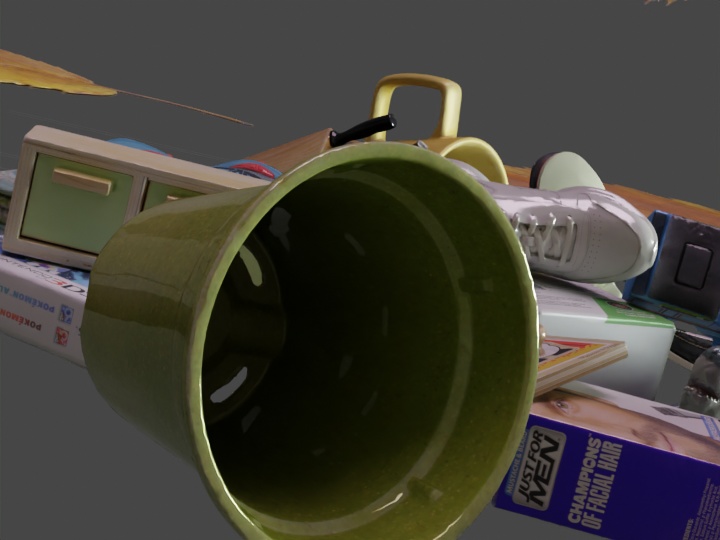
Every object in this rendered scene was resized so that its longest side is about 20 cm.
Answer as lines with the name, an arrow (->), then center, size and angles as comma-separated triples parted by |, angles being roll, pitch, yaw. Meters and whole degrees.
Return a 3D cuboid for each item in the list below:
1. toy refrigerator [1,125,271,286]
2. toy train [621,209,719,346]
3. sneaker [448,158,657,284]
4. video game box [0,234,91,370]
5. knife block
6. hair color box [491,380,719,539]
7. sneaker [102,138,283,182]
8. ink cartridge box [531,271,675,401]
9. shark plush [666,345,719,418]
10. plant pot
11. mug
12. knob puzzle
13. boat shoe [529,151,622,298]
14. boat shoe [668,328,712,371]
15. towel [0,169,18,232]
toy refrigerator -> -0.125, -0.031, 0.951 | 0.198, 0.077, 0.070 | 14, 11, -8
toy train -> 0.291, 0.018, 1.106 | 0.198, 0.087, 0.114 | 18, -3, 5
sneaker -> 0.113, -0.023, 1.053 | 0.198, 0.076, 0.100 | 12, 25, 15
video game box -> -0.161, 0.019, 0.973 | 0.181, 0.047, 0.200 | 21, 13, 24
knife block -> -0.041, -0.085, 1.317 | 0.064, 0.175, 0.200 | 57, -12, -28
hair color box -> 0.180, 0.120, 0.848 | 0.198, 0.065, 0.109 | 13, 11, 5
sneaker -> -0.134, -0.039, 1.039 | 0.198, 0.080, 0.095 | 11, 18, 23
ink cartridge box -> 0.109, 0.041, 1.093 | 0.144, 0.085, 0.200 | 6, 14, -37
shark plush -> 0.291, 0.094, 1.056 | 0.199, 0.084, 0.091 | 5, 12, -41
plant pot -> -0.045, 0.035, 0.731 | 0.199, 0.202, 0.184 | 5, 2, -37
mug -> 0.047, -0.074, 1.388 | 0.152, 0.188, 0.149 | 12, -21, 41
knob puzzle -> 0.032, 0.056, 0.888 | 0.217, 0.031, 0.220 | -10, 9, 2
boat shoe -> 0.175, -0.011, 1.206 | 0.071, 0.201, 0.063 | -27, 27, -12
boat shoe -> 0.356, 0.075, 1.277 | 0.199, 0.067, 0.074 | 23, 15, 40
towel -> -0.204, -0.042, 1.214 | 0.199, 0.049, 0.171 | 21, 14, 31
